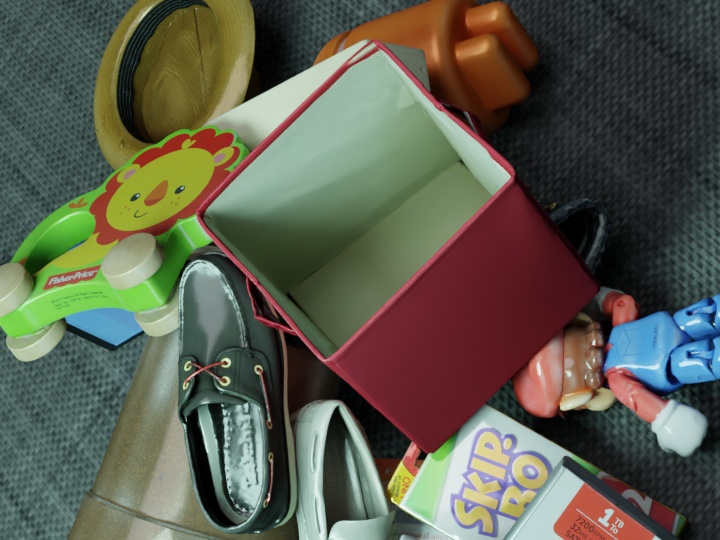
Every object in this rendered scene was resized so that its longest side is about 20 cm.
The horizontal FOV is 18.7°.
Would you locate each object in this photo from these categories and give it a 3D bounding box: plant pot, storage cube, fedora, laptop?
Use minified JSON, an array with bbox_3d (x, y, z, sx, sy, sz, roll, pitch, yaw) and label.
[{"bbox_3d":[-0.109,0.142,1.651,0.199,0.200,0.200,14,89,41],"label":"plant pot"},{"bbox_3d":[0.027,-0.013,1.506,0.200,0.180,0.171,-45,54,1],"label":"storage cube"},{"bbox_3d":[-0.146,-0.162,1.913,0.199,0.082,0.202,-15,64,32],"label":"fedora"},{"bbox_3d":[-0.182,0.038,1.790,0.200,0.177,0.104,33,93,42],"label":"laptop"}]

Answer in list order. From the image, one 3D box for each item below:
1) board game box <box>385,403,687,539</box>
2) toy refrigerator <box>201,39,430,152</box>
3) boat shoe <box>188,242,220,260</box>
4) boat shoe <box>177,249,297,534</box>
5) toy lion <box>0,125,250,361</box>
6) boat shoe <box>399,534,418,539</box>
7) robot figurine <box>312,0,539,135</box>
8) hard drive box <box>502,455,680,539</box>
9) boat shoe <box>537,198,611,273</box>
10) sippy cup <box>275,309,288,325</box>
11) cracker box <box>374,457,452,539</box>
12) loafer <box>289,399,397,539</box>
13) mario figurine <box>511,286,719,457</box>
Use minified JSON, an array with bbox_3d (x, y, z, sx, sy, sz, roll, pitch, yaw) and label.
[{"bbox_3d":[0.120,0.167,1.538,0.199,0.030,0.096,29,85,17],"label":"board game box"},{"bbox_3d":[-0.032,-0.104,1.678,0.199,0.070,0.077,-23,70,44],"label":"toy refrigerator"},{"bbox_3d":[-0.115,-0.052,1.825,0.199,0.065,0.072,-7,30,49],"label":"boat shoe"},{"bbox_3d":[-0.092,0.084,1.532,0.073,0.063,0.203,-12,84,23],"label":"boat shoe"},{"bbox_3d":[-0.175,-0.032,1.661,0.199,0.069,0.192,-12,38,30],"label":"toy lion"},{"bbox_3d":[0.001,0.250,1.466,0.200,0.068,0.072,-53,2,41],"label":"boat shoe"},{"bbox_3d":[0.043,-0.150,1.740,0.199,0.116,0.145,-15,78,32],"label":"robot figurine"},{"bbox_3d":[0.139,0.252,1.466,0.155,0.077,0.201,36,95,6],"label":"hard drive box"},{"bbox_3d":[0.101,0.020,1.596,0.201,0.071,0.091,-52,19,-23],"label":"boat shoe"},{"bbox_3d":[0.000,0.000,1.704,0.177,0.140,0.131,35,83,28],"label":"sippy cup"},{"bbox_3d":[0.051,0.241,1.598,0.133,0.058,0.202,-2,70,36],"label":"cracker box"},{"bbox_3d":[-0.007,0.190,1.548,0.070,0.070,0.201,-30,77,57],"label":"loafer"},{"bbox_3d":[0.204,0.068,1.560,0.199,0.123,0.107,-11,106,26],"label":"mario figurine"}]
